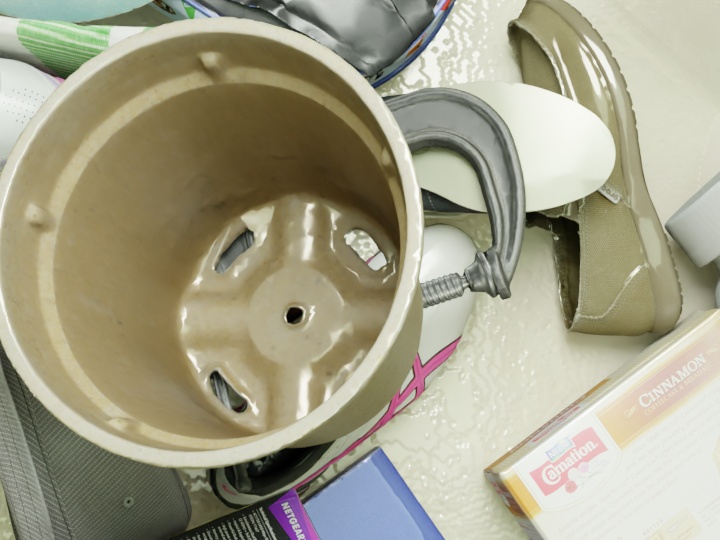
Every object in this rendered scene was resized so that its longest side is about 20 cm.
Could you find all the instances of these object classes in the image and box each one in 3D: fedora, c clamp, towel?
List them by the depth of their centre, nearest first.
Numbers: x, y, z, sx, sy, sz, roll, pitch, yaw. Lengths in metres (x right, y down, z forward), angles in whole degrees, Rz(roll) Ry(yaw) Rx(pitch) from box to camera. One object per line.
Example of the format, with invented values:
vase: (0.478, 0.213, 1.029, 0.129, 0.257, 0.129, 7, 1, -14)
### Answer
fedora: (-0.141, 0.100, 1.131, 0.090, 0.177, 0.201, -17, 129, -10)
towel: (-0.163, -0.106, 1.132, 0.199, 0.153, 0.024, 12, 79, 20)
c clamp: (0.000, 0.000, 1.149, 0.199, 0.027, 0.172, -23, 73, 6)

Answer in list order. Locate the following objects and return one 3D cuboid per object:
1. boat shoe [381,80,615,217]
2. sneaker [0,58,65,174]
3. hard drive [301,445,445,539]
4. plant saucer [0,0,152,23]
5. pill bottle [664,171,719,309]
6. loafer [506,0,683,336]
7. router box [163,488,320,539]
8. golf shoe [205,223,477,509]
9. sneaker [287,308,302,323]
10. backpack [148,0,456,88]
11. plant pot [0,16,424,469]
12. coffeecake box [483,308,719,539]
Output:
boat shoe: (0.041, -0.060, 1.192, 0.199, 0.063, 0.072, -2, 82, 14)
sneaker: (-0.181, -0.055, 1.134, 0.088, 0.200, 0.082, 18, 79, -9)
hard drive: (0.014, 0.217, 1.219, 0.132, 0.025, 0.200, -35, 90, -6)
plant saucer: (-0.148, -0.224, 1.089, 0.200, 0.039, 0.202, 0, 84, 1)
pill bottle: (0.265, 0.021, 1.210, 0.109, 0.110, 0.200, -42, 88, -6)
loafer: (0.118, -0.054, 1.220, 0.067, 0.076, 0.201, -20, 88, -12)
router box: (-0.078, 0.213, 1.104, 0.148, 0.201, 0.051, -20, 46, -11)
golf shoe: (-0.003, 0.055, 1.196, 0.073, 0.092, 0.200, 42, 82, -1)
sneaker: (-0.118, 0.005, 1.186, 0.199, 0.098, 0.071, 1, 84, -6)
backpack: (-0.032, -0.185, 1.179, 0.190, 0.154, 0.200, 37, 89, 7)
plant pot: (-0.050, 0.006, 1.048, 0.199, 0.183, 0.202, -3, 77, 13)
coffeecake box: (0.188, 0.146, 1.214, 0.153, 0.073, 0.200, -35, 90, -6)
